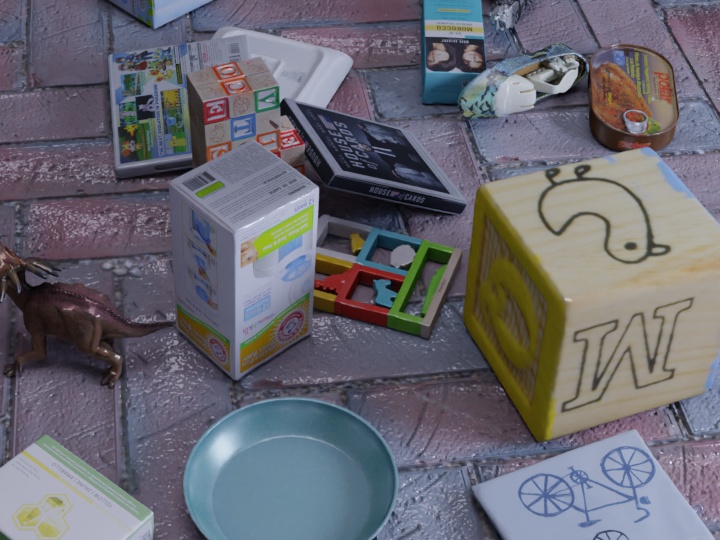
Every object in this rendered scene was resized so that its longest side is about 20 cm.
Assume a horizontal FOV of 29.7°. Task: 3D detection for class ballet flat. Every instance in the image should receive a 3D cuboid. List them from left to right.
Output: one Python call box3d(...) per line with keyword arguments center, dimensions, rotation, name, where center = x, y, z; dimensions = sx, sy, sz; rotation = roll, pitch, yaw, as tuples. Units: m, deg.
box3d(center=(0.213, -0.237, 1.721), dimensions=(0.199, 0.075, 0.074), rotation=(-30, 52, -29), name="ballet flat")

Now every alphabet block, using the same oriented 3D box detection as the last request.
box3d(center=(0.234, 0.021, 1.353), dimensions=(0.198, 0.198, 0.196), rotation=(-14, 43, -18), name="alphabet block")

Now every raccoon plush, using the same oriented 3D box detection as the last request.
box3d(center=(0.178, -0.419, 1.898), dimensions=(0.133, 0.098, 0.200), rotation=(14, 36, 22), name="raccoon plush")

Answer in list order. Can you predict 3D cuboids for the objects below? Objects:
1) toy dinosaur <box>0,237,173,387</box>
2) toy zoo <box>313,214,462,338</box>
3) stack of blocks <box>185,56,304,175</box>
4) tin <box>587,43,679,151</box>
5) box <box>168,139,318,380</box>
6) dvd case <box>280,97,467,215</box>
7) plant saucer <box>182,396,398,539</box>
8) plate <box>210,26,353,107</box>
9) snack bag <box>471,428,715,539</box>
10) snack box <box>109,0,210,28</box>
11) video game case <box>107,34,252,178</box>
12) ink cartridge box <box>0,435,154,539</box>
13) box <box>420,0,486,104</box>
box3d(center=(-0.292, 0.037, 1.350), dimensions=(0.198, 0.136, 0.086), rotation=(9, 42, 6), name="toy dinosaur")
box3d(center=(0.000, 0.000, 1.491), dimensions=(0.198, 0.021, 0.132), rotation=(14, 44, 12), name="toy zoo")
box3d(center=(-0.124, -0.130, 1.494), dimensions=(0.114, 0.201, 0.059), rotation=(-16, 45, -18), name="stack of blocks")
box3d(center=(0.348, -0.221, 1.739), dimensions=(0.111, 0.042, 0.201), rotation=(3, 42, 6), name="tin")
box3d(center=(-0.117, -0.009, 1.362), dimensions=(0.112, 0.201, 0.101), rotation=(-30, 52, -33), name="box")
box3d(center=(0.014, -0.130, 1.564), dimensions=(0.199, 0.025, 0.151), rotation=(10, 33, -39), name="dvd case")
box3d(center=(-0.064, 0.203, 1.256), dimensions=(0.198, 0.036, 0.201), rotation=(1, 42, -1), name="plant saucer")
box3d(center=(-0.130, -0.251, 1.750), dimensions=(0.198, 0.033, 0.200), rotation=(14, 43, 12), name="plate")
box3d(center=(0.226, 0.243, 1.240), dimensions=(0.187, 0.022, 0.200), rotation=(-16, 45, -18), name="snack bag")
box3d(center=(-0.294, -0.436, 1.916), dimensions=(0.199, 0.068, 0.168), rotation=(34, 50, 27), name="snack box")
box3d(center=(-0.215, -0.204, 1.668), dimensions=(0.180, 0.022, 0.201), rotation=(-9, 53, -4), name="video game case")
box3d(center=(-0.299, 0.249, 1.187), dimensions=(0.145, 0.048, 0.200), rotation=(29, 46, 25), name="ink cartridge box")
box3d(center=(0.122, -0.297, 1.800), dimensions=(0.081, 0.049, 0.201), rotation=(2, 42, -1), name="box")
